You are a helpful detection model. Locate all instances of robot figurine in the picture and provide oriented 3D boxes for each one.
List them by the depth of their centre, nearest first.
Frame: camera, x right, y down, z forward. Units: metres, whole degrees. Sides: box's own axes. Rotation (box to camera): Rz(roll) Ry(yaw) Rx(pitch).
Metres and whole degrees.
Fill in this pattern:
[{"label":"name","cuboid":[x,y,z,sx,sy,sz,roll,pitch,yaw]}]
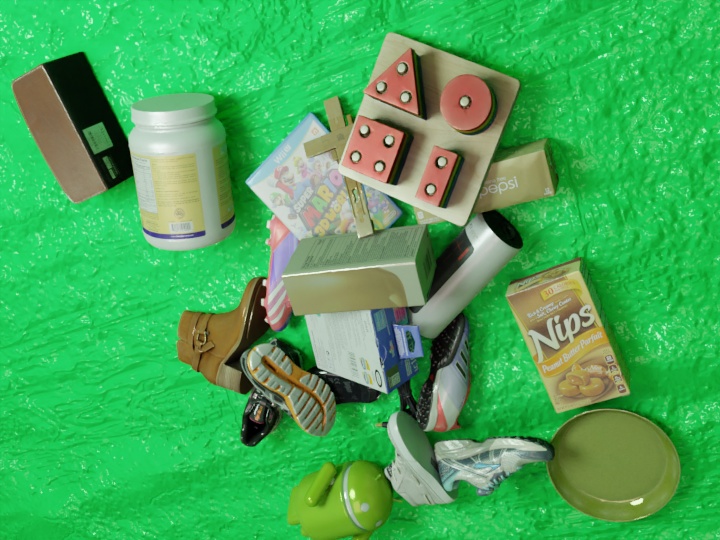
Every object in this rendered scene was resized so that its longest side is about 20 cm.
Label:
[{"label":"robot figurine","cuboid":[-0.030,0.389,1.392,0.197,0.117,0.176,-21,126,26]}]

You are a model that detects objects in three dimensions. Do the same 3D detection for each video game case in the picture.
[{"label":"video game case","cuboid":[-0.053,-0.108,1.214,0.143,0.018,0.200,-43,96,10]}]

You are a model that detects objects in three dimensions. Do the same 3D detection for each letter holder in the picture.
[{"label":"letter holder","cuboid":[-0.463,-0.211,1.287,0.139,0.101,0.204,-17,107,26]}]

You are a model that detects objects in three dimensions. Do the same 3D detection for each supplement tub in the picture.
[{"label":"supplement tub","cuboid":[-0.264,-0.148,1.221,0.142,0.146,0.205,4,114,16]}]

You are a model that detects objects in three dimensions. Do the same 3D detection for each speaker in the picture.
[{"label":"speaker","cuboid":[0.144,0.005,1.189,0.081,0.081,0.201,40,120,-2]}]

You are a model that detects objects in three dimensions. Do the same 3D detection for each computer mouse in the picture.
[{"label":"computer mouse","cuboid":[0.003,0.200,1.346,0.195,0.046,0.143,-8,123,22]}]

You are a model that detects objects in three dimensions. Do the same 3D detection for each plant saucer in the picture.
[{"label":"plant saucer","cuboid":[0.385,0.292,1.261,0.195,0.031,0.205,7,115,15]}]

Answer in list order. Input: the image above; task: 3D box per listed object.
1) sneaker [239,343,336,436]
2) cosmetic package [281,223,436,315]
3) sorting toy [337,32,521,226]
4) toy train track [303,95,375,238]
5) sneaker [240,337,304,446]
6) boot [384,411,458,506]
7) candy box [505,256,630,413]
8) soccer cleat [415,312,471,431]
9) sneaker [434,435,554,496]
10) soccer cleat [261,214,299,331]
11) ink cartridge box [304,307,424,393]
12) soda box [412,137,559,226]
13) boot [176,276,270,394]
[{"label":"sneaker","cuboid":[-0.113,0.187,1.306,0.201,0.079,0.077,50,152,-22]},{"label":"cosmetic package","cuboid":[0.000,0.000,1.150,0.195,0.106,0.072,-5,121,21]},{"label":"sorting toy","cuboid":[0.081,-0.189,1.080,0.197,0.069,0.203,24,99,17]},{"label":"toy train track","cuboid":[-0.013,-0.145,1.168,0.112,0.032,0.205,-17,80,15]},{"label":"sneaker","cuboid":[-0.151,0.214,1.374,0.079,0.087,0.204,19,117,7]},{"label":"boot","cuboid":[0.074,0.315,1.338,0.094,0.074,0.202,-21,118,27]},{"label":"candy box","cuboid":[0.301,0.096,1.189,0.113,0.055,0.203,-20,105,25]},{"label":"soccer cleat","cuboid":[0.143,0.157,1.273,0.071,0.068,0.205,7,110,-17]},{"label":"sneaker","cuboid":[0.211,0.304,1.284,0.196,0.077,0.089,-12,75,32]},{"label":"soccer cleat","cuboid":[-0.110,0.006,1.285,0.074,0.067,0.205,8,112,10]},{"label":"ink cartridge box","cuboid":[0.007,0.094,1.227,0.198,0.075,0.140,13,123,49]},{"label":"soda box","cuboid":[0.169,-0.120,1.132,0.196,0.068,0.065,-13,108,23]},{"label":"boot","cuboid":[-0.228,0.089,1.363,0.153,0.076,0.205,20,109,29]}]
